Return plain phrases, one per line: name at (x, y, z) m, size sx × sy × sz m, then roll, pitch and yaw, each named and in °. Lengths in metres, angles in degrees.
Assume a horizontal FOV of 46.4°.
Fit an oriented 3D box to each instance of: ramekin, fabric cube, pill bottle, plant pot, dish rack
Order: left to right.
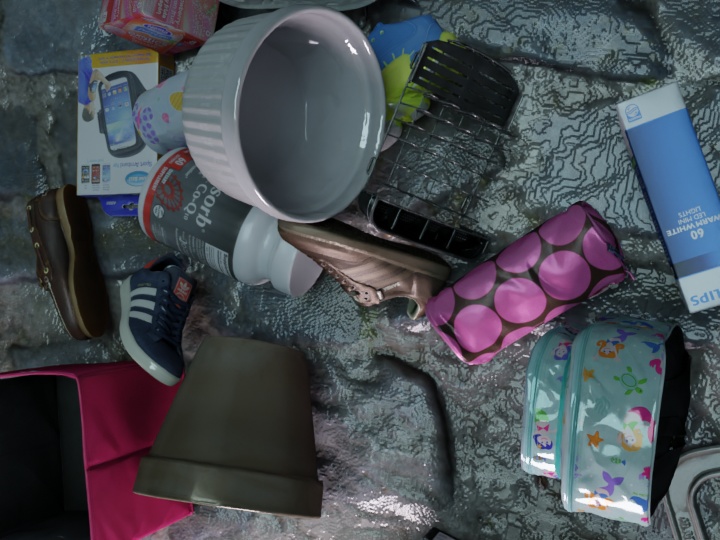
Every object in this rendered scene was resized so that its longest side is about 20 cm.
fabric cube at (-0.331, 0.208, 0.965) m, size 0.196 × 0.199 × 0.201 m, roll -6°, pitch 88°, yaw 21°
pill bottle at (-0.138, -0.053, 0.940) m, size 0.200 × 0.116 × 0.116 m, roll 24°, pitch 98°, yaw 18°
plant pot at (-0.128, 0.168, 0.912) m, size 0.200 × 0.200 × 0.174 m, roll 4°, pitch 74°, yaw 20°
ramekin at (-0.077, -0.151, 0.807) m, size 0.105 × 0.200 × 0.201 m, roll 14°, pitch 95°, yaw 39°
dish rack at (0.090, -0.122, 0.845) m, size 0.055 × 0.153 × 0.200 m, roll 34°, pitch 104°, yaw 54°

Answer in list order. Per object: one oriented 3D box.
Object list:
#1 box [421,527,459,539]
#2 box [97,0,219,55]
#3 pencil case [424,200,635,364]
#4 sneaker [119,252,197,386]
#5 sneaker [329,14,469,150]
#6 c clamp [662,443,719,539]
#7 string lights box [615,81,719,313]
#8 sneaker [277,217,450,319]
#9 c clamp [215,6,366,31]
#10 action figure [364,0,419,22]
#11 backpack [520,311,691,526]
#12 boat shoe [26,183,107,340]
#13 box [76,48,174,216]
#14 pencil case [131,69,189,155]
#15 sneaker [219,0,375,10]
box at (0.131, 0.389, 0.878) m, size 0.200 × 0.044 × 0.161 m, roll 24°, pitch 97°, yaw 18°
box at (-0.215, -0.360, 0.951) m, size 0.102 × 0.095 × 0.201 m, roll 3°, pitch 81°, yaw 45°
pencil case at (0.168, 0.019, 0.847) m, size 0.200 × 0.091 × 0.094 m, roll -33°, pitch 96°, yaw 19°
sneaker at (-0.220, 0.045, 0.952) m, size 0.084 × 0.075 × 0.200 m, roll -40°, pitch 39°, yaw 6°
sneaker at (0.022, -0.201, 0.917) m, size 0.200 × 0.076 × 0.105 m, roll -31°, pitch 61°, yaw 17°
c clamp at (0.380, 0.237, 0.797) m, size 0.170 × 0.027 × 0.201 m, roll -11°, pitch 85°, yaw 19°
string lights box at (0.300, -0.064, 0.787) m, size 0.059 × 0.103 × 0.200 m, roll -20°, pitch 84°, yaw 18°
sneaker at (0.000, 0.000, 0.866) m, size 0.200 × 0.070 × 0.076 m, roll 17°, pitch 104°, yaw -23°
c clamp at (-0.103, -0.290, 0.965) m, size 0.171 × 0.027 × 0.200 m, roll -43°, pitch 75°, yaw 27°
action figure at (0.041, -0.366, 0.886) m, size 0.119 × 0.102 × 0.200 m, roll 34°, pitch 99°, yaw 5°
backpack at (0.223, 0.129, 0.756) m, size 0.150 × 0.200 × 0.178 m, roll 6°, pitch 98°, yaw 17°
boat shoe at (-0.369, -0.005, 1.049) m, size 0.070 × 0.070 × 0.200 m, roll -18°, pitch 75°, yaw 12°
box at (-0.291, -0.168, 1.037) m, size 0.119 × 0.041 × 0.201 m, roll 0°, pitch 87°, yaw 20°
pencil case at (-0.162, -0.194, 0.941) m, size 0.200 × 0.091 × 0.083 m, roll -16°, pitch 87°, yaw 33°
sneaker at (-0.064, -0.355, 0.880) m, size 0.200 × 0.081 × 0.147 m, roll 6°, pitch 86°, yaw 24°
